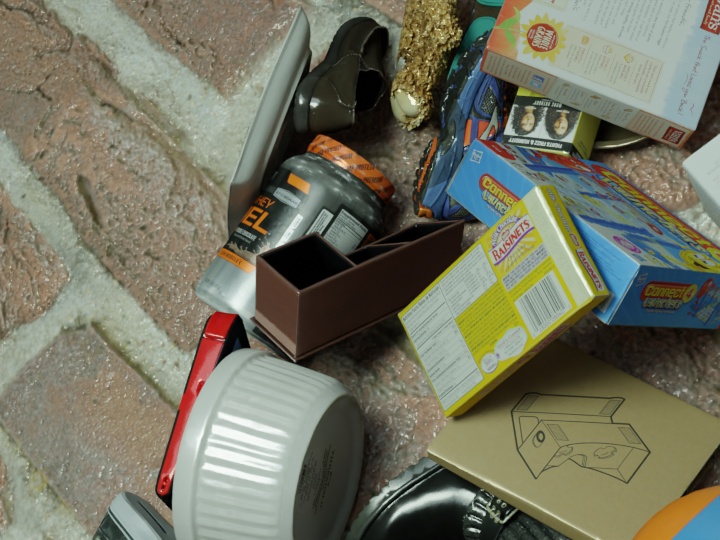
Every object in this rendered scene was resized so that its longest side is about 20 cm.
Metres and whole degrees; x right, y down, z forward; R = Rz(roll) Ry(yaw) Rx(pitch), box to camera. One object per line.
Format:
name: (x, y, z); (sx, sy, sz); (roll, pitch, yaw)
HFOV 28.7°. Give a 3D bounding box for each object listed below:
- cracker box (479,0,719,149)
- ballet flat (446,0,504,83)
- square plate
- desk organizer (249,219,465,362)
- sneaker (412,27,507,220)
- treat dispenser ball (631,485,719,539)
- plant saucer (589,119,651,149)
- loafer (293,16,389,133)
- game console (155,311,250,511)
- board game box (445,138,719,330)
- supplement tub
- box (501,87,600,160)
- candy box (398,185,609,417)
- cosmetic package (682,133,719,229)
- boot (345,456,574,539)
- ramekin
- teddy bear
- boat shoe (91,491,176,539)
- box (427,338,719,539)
cracker box: (0.224, -0.211, 1.267); (0.199, 0.058, 0.134); (22, 76, 4)
ballet flat: (0.142, -0.251, 1.410); (0.068, 0.068, 0.201); (22, 87, 39)
square plate: (-0.090, -0.140, 1.431); (0.028, 0.198, 0.201); (20, 75, -1)
desk organizer: (0.000, 0.000, 1.296); (0.199, 0.077, 0.072); (-24, 46, -32)
sneaker: (0.113, -0.138, 1.345); (0.075, 0.078, 0.201); (-107, 35, -68)
treat dispenser ball: (0.278, 0.254, 1.007); (0.200, 0.201, 0.202); (-12, 61, 23)
plant saucer: (0.251, -0.201, 1.354); (0.199, 0.029, 0.201); (-12, 61, 23)
loafer: (-0.005, -0.192, 1.436); (0.071, 0.073, 0.200); (15, 41, 13)
game console: (-0.141, 0.139, 1.306); (0.031, 0.200, 0.178); (14, 74, 4)
board game box: (0.206, -0.029, 1.188); (0.200, 0.195, 0.056); (43, 115, 36)
supplement tub: (-0.060, -0.025, 1.379); (0.122, 0.123, 0.200); (30, 82, 36)
box: (0.200, -0.192, 1.328); (0.075, 0.050, 0.201); (11, 72, 30)
candy box: (0.110, 0.029, 1.133); (0.200, 0.026, 0.103); (-45, 59, 43)
cosmetic package: (0.360, -0.023, 1.161); (0.071, 0.101, 0.200); (-37, 55, 7)
boot: (0.099, 0.228, 1.193); (0.211, 0.079, 0.158); (-40, 54, 6)
ramekin: (-0.074, 0.177, 1.247); (0.105, 0.200, 0.201); (11, 72, 20)
teddy bear: (0.072, -0.238, 1.416); (0.066, 0.145, 0.201); (11, 72, -2)
boat shoe: (-0.190, 0.293, 1.336); (0.071, 0.072, 0.200); (-56, 43, 5)
box: (0.182, 0.143, 1.171); (0.199, 0.021, 0.163); (27, 54, 28)
